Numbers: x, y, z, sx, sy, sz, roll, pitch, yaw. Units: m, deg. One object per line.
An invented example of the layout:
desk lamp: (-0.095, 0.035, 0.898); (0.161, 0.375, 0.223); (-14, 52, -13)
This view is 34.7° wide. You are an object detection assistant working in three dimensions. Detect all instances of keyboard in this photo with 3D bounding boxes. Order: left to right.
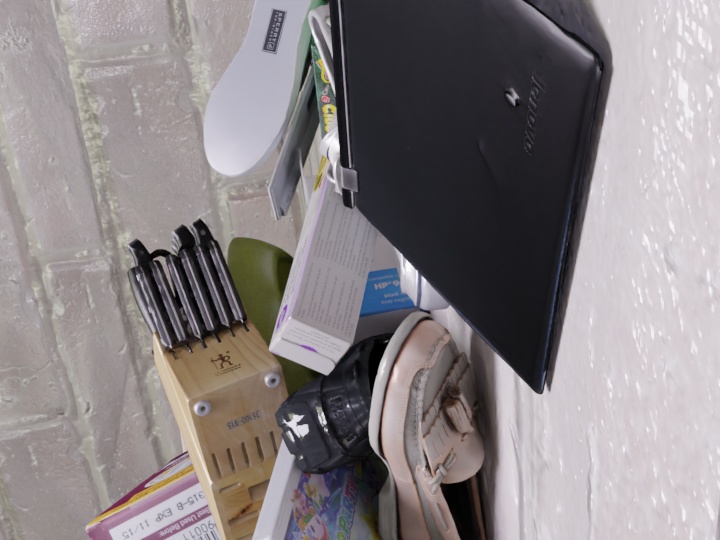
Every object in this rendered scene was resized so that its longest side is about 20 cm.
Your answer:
keyboard: (-0.042, -0.140, 0.963); (0.056, 0.011, 0.201); (72, -147, -63)

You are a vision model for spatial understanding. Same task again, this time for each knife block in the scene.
knife block: (-0.101, 0.072, 0.787); (0.176, 0.064, 0.201); (-133, 27, -56)

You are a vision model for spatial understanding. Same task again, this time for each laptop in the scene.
laptop: (0.050, -0.093, 0.468); (0.188, 0.115, 0.201); (88, -160, -53)

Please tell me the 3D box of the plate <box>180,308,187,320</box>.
plate: (-0.061, 0.115, 0.894); (0.200, 0.032, 0.200); (63, -170, 13)

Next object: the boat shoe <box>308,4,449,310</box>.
boat shoe: (0.009, -0.068, 0.670); (0.074, 0.065, 0.201); (91, 169, -65)

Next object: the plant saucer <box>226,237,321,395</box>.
plant saucer: (-0.044, 0.060, 0.903); (0.200, 0.031, 0.201); (-24, -90, -82)

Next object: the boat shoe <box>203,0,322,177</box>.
boat shoe: (-0.068, -0.170, 0.944); (0.201, 0.068, 0.057); (-70, -16, 4)

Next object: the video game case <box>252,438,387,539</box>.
video game case: (0.010, 0.184, 0.704); (0.200, 0.018, 0.143); (55, -157, -21)

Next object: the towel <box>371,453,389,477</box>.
towel: (0.019, 0.203, 0.846); (0.200, 0.048, 0.172); (14, -112, -72)

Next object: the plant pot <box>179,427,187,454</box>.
plant pot: (-0.051, 0.125, 1.096); (0.177, 0.199, 0.201); (-9, -90, -80)

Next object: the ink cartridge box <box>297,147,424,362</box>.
ink cartridge box: (0.000, 0.000, 0.904); (0.201, 0.067, 0.116); (-104, 7, -45)

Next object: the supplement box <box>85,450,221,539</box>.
supplement box: (-0.107, 0.191, 0.915); (0.104, 0.130, 0.200); (61, -171, 0)

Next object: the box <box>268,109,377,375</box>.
box: (-0.011, -0.033, 0.697); (0.039, 0.041, 0.201); (127, 161, -49)

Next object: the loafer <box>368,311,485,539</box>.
loafer: (0.048, 0.101, 0.647); (0.072, 0.063, 0.201); (-50, -27, -33)

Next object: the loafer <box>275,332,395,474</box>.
loafer: (0.017, 0.075, 0.722); (0.068, 0.070, 0.200); (64, -159, 2)

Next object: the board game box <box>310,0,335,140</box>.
board game box: (-0.016, -0.138, 0.962); (0.201, 0.023, 0.105); (85, -167, -49)
